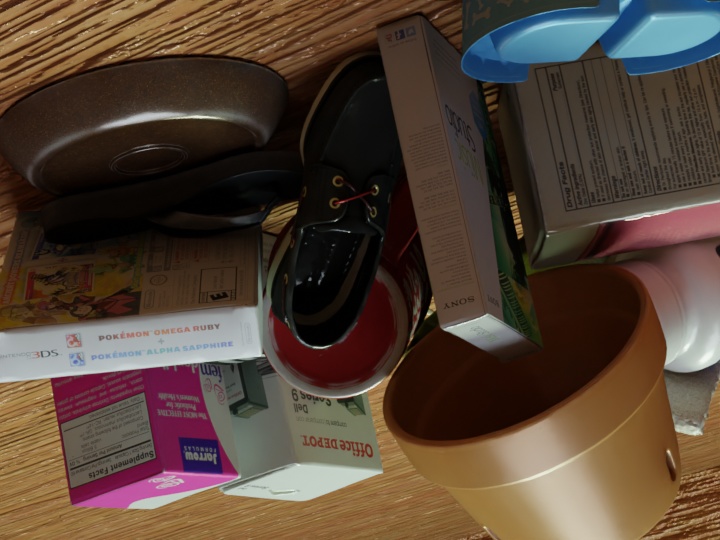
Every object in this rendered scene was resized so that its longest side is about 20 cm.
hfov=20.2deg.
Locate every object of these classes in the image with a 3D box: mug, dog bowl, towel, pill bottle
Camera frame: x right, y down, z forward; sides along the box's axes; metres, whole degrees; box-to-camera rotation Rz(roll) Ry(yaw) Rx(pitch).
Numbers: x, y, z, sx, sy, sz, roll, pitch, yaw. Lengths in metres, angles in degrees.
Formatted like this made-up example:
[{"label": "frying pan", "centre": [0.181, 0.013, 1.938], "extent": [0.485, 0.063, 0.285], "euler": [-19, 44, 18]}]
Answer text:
[{"label": "mug", "centre": [-0.012, 0.001, 1.503], "extent": [0.132, 0.179, 0.200], "euler": [8, -170, 3]}, {"label": "dog bowl", "centre": [0.152, -0.163, 1.252], "extent": [0.198, 0.050, 0.111], "euler": [-5, 164, -21]}, {"label": "towel", "centre": [0.223, 0.050, 1.567], "extent": [0.132, 0.035, 0.200], "euler": [17, -147, 11]}, {"label": "pill bottle", "centre": [0.257, 0.010, 1.506], "extent": [0.199, 0.112, 0.111], "euler": [-20, 173, -38]}]

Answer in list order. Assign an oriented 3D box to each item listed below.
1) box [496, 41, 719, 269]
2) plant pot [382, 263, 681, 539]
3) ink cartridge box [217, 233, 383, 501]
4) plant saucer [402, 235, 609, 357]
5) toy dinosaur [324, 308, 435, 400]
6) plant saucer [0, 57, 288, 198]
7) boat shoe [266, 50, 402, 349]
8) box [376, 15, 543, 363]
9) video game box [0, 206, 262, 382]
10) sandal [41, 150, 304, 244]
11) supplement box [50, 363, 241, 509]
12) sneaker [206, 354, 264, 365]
[{"label": "box", "centre": [0.205, -0.088, 1.409], "extent": [0.198, 0.129, 0.109], "euler": [-10, 166, -3]}, {"label": "plant pot", "centre": [0.134, 0.109, 1.394], "extent": [0.199, 0.141, 0.200], "euler": [-25, -156, 12]}, {"label": "ink cartridge box", "centre": [-0.066, 0.082, 1.687], "extent": [0.084, 0.202, 0.146], "euler": [-20, 163, 27]}, {"label": "plant saucer", "centre": [0.129, 0.009, 1.599], "extent": [0.200, 0.048, 0.200], "euler": [-41, -179, 8]}, {"label": "toy dinosaur", "centre": [-0.005, 0.040, 1.696], "extent": [0.058, 0.102, 0.200], "euler": [-1, -159, 28]}, {"label": "plant saucer", "centre": [-0.142, -0.087, 1.342], "extent": [0.199, 0.035, 0.200], "euler": [-12, 165, -3]}, {"label": "boat shoe", "centre": [-0.009, -0.044, 1.339], "extent": [0.073, 0.063, 0.203], "euler": [7, 114, -24]}, {"label": "box", "centre": [0.066, -0.049, 1.309], "extent": [0.036, 0.202, 0.144], "euler": [-15, 165, 16]}, {"label": "video game box", "centre": [-0.158, 0.007, 1.403], "extent": [0.181, 0.047, 0.200], "euler": [-3, -155, -1]}, {"label": "sandal", "centre": [-0.117, -0.039, 1.386], "extent": [0.199, 0.043, 0.076], "euler": [-13, 165, 6]}, {"label": "supplement box", "centre": [-0.177, 0.078, 1.590], "extent": [0.103, 0.202, 0.101], "euler": [-20, 163, 30]}, {"label": "sneaker", "centre": [-0.134, 0.008, 1.527], "extent": [0.075, 0.116, 0.200], "euler": [-13, 169, 22]}]
